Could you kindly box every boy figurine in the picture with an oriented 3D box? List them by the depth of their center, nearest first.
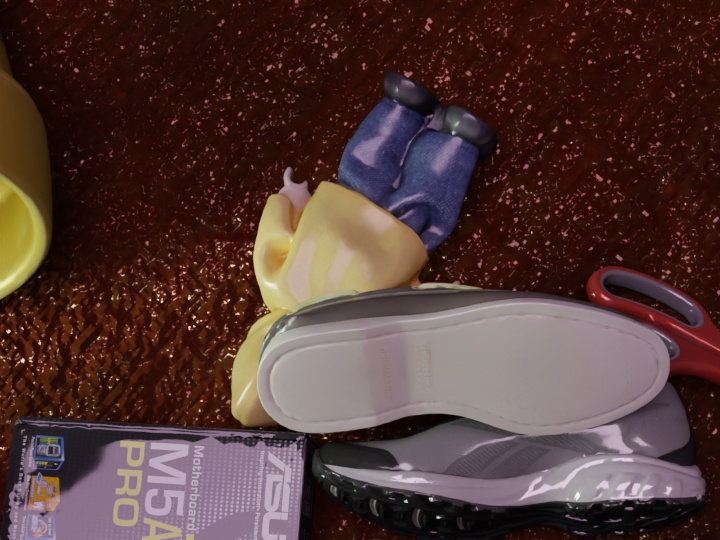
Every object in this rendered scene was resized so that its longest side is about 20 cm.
[{"bbox_3d":[0.000,0.000,1.051,0.124,0.064,0.201,27,83,12],"label":"boy figurine"}]

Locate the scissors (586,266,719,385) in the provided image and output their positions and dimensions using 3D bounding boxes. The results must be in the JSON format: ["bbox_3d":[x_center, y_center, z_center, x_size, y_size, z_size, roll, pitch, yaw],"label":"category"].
[{"bbox_3d":[0.208,0.052,1.032,0.199,0.014,0.073,20,40,-4],"label":"scissors"}]

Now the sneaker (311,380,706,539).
[{"bbox_3d":[0.074,0.094,1.022,0.198,0.074,0.080,-2,68,1],"label":"sneaker"}]

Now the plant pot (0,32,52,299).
[{"bbox_3d":[-0.263,-0.096,1.050,0.199,0.201,0.190,-9,61,6],"label":"plant pot"}]

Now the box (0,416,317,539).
[{"bbox_3d":[-0.109,0.181,1.035,0.159,0.044,0.202,3,78,9],"label":"box"}]

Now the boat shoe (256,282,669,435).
[{"bbox_3d":[0.049,0.039,0.983,0.200,0.060,0.073,-2,112,-1],"label":"boat shoe"}]
